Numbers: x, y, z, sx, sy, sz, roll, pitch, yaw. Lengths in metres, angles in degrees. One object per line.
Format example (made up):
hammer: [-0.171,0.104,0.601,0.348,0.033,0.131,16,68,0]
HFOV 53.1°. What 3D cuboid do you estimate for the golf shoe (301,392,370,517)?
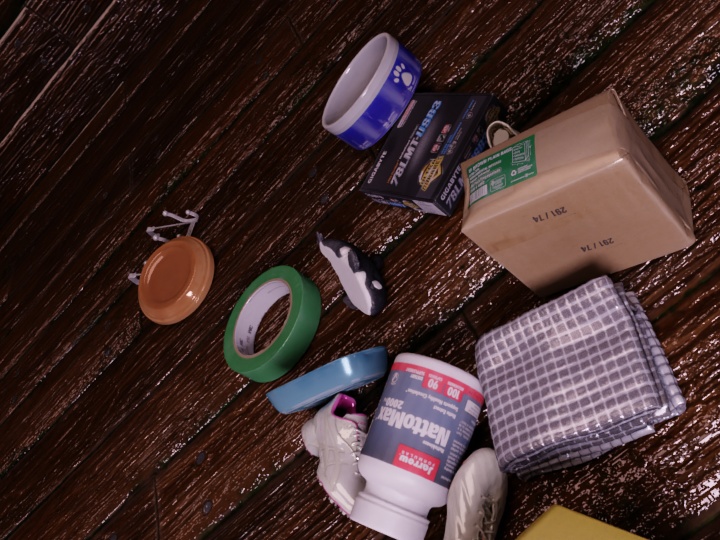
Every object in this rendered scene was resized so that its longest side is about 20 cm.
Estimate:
golf shoe: [-0.015,0.242,0.951,0.092,0.075,0.200,-54,38,12]

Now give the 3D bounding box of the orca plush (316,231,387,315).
orca plush: [0.000,0.000,1.153,0.200,0.071,0.106,35,135,57]

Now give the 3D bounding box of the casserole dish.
casserole dish: [-0.044,0.160,1.026,0.199,0.121,0.039,-28,75,30]

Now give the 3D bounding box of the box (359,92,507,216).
box: [0.113,-0.194,1.167,0.198,0.050,0.201,19,77,51]

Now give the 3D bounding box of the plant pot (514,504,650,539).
plant pot: [0.201,0.315,0.581,0.199,0.200,0.177,8,58,50]

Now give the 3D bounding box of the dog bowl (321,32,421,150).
dog bowl: [0.018,-0.322,1.302,0.200,0.078,0.201,-45,27,30]

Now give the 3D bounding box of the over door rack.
over door rack: [-0.473,-0.057,1.690,0.199,0.066,0.149,-14,53,41]

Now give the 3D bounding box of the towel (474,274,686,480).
towel: [0.225,0.115,0.780,0.199,0.085,0.167,-32,44,28]

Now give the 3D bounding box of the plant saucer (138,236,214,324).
plant saucer: [-0.402,0.015,1.537,0.198,0.037,0.202,-12,62,24]

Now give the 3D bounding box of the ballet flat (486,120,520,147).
ballet flat: [0.220,-0.142,0.994,0.069,0.069,0.201,-40,40,19]

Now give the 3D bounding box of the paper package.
paper package: [0.242,-0.078,0.819,0.199,0.190,0.104,-23,47,36]

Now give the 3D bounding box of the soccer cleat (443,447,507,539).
soccer cleat: [0.117,0.292,0.772,0.078,0.069,0.202,169,124,-77]

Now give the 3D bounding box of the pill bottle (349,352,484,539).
pill bottle: [0.064,0.212,0.855,0.119,0.119,0.201,3,66,48]

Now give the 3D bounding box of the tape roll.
tape roll: [-0.154,0.091,1.244,0.200,0.048,0.202,-28,45,32]
